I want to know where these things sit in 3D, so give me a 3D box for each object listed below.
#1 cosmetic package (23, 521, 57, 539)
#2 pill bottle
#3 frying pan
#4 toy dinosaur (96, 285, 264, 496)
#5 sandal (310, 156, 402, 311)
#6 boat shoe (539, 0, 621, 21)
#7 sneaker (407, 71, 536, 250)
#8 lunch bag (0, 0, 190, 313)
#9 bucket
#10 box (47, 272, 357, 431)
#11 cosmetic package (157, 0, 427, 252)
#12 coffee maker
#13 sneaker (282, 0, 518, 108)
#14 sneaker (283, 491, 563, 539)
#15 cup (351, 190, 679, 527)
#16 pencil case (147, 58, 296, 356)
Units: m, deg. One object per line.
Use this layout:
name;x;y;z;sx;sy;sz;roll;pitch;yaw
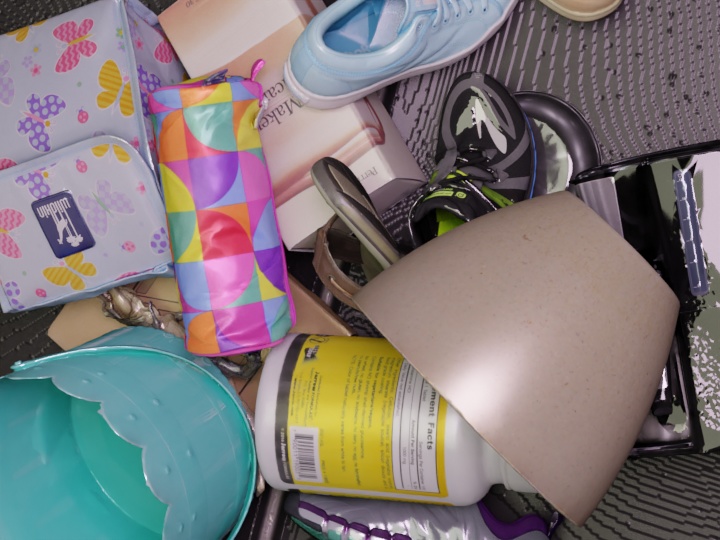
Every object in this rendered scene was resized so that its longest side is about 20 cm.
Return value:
cosmetic package;-0.306;0.192;1.540;0.200;0.071;0.102;43;104;14
pill bottle;0.034;0.105;1.385;0.198;0.112;0.114;4;92;14
frying pan;0.120;-0.034;1.412;0.114;0.031;0.192;-7;85;20
toy dinosaur;-0.112;0.063;1.460;0.200;0.047;0.088;48;121;11
sandal;0.001;0.001;1.366;0.057;0.202;0.080;-27;53;-4
boat shoe;0.120;-0.265;1.376;0.073;0.063;0.201;-30;79;-15
sneaker;0.076;-0.047;1.355;0.070;0.083;0.202;2;69;19
lunch bag;-0.206;-0.082;1.457;0.168;0.127;0.202;-14;76;23
bucket;-0.180;0.146;1.428;0.205;0.135;0.209;13;117;27
box;-0.123;0.048;1.499;0.200;0.021;0.164;40;103;14
cosmetic package;-0.050;-0.124;1.436;0.103;0.087;0.201;-34;80;15
coffee maker;0.248;0.015;1.328;0.190;0.135;0.202;-7;90;-7
sneaker;0.041;-0.177;1.365;0.199;0.082;0.074;-34;85;-20
sneaker;0.046;0.181;1.430;0.198;0.075;0.088;20;75;15
cup;0.112;0.036;1.220;0.200;0.200;0.143;44;91;13
pencil case;-0.094;-0.041;1.368;0.087;0.088;0.202;-5;96;19
